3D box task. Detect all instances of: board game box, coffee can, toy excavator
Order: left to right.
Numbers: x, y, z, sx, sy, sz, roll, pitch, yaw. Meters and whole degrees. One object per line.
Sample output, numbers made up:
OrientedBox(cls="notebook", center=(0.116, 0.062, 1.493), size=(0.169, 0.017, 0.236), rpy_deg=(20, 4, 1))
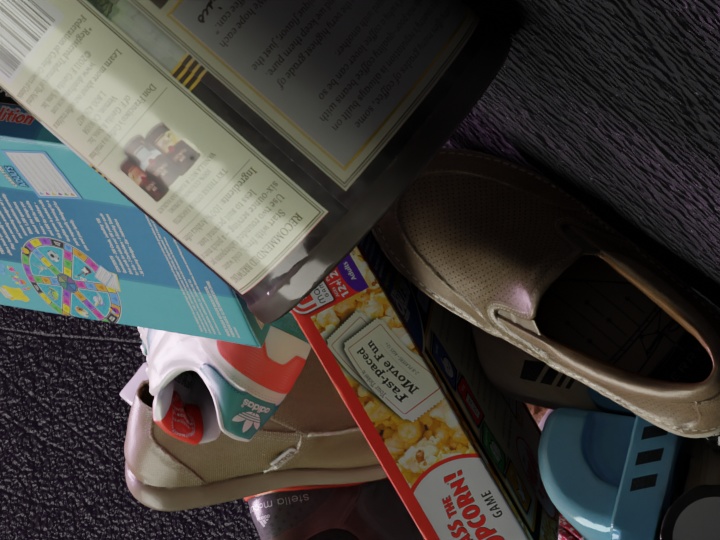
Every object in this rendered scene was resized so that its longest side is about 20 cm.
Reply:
OrientedBox(cls="board game box", center=(-0.148, -0.037, 1.303), size=(0.200, 0.047, 0.151), rpy_deg=(9, 149, 21))
OrientedBox(cls="coffee can", center=(-0.063, -0.099, 1.079), size=(0.200, 0.146, 0.146), rpy_deg=(41, 174, -6))
OrientedBox(cls="board game box", center=(0.032, 0.052, 1.363), size=(0.200, 0.046, 0.152), rpy_deg=(60, -166, -13))
OrientedBox(cls="toy excavator", center=(0.117, 0.066, 1.336), size=(0.200, 0.195, 0.100), rpy_deg=(7, 160, 23))

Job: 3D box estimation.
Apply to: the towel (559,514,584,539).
OrientedBox(cls="towel", center=(0.173, 0.148, 1.638), size=(0.144, 0.023, 0.200), rpy_deg=(-8, -150, -34))

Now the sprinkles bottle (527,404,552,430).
OrientedBox(cls="sprinkles bottle", center=(0.152, 0.116, 1.590), size=(0.200, 0.068, 0.068), rpy_deg=(26, 168, 32))

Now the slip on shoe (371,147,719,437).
OrientedBox(cls="slip on shoe", center=(0.086, 0.006, 1.255), size=(0.200, 0.076, 0.061), rpy_deg=(37, 180, 18))

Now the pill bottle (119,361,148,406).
OrientedBox(cls="pill bottle", center=(-0.039, 0.020, 1.565), size=(0.111, 0.200, 0.111), rpy_deg=(40, 174, 5))

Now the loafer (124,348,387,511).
OrientedBox(cls="loafer", center=(-0.031, 0.071, 1.470), size=(0.076, 0.200, 0.068), rpy_deg=(-111, 5, -50))

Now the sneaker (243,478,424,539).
OrientedBox(cls="sneaker", center=(0.008, 0.146, 1.568), size=(0.077, 0.082, 0.200), rpy_deg=(-19, 163, 42))

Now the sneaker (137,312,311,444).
OrientedBox(cls="sneaker", center=(-0.092, 0.034, 1.424), size=(0.070, 0.094, 0.200), rpy_deg=(27, 173, -32))
